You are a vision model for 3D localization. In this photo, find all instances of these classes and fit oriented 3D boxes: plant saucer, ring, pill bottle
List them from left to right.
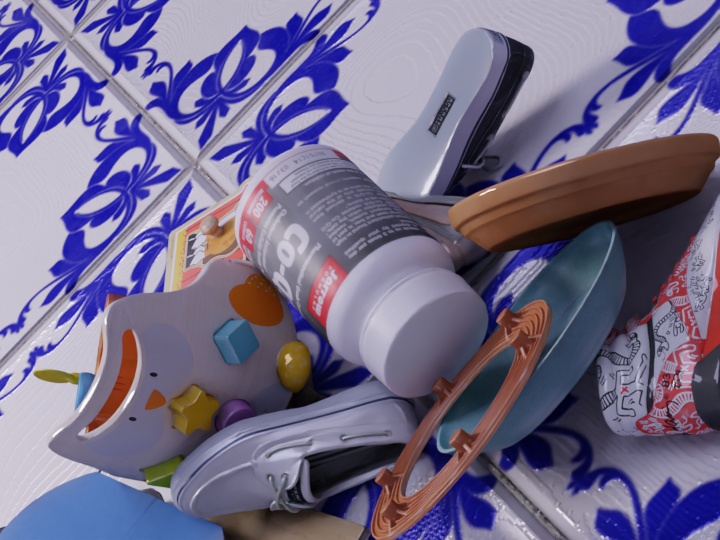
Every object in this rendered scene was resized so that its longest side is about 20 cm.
[{"bbox_3d":[0.000,0.000,1.377,0.114,0.114,0.200,-45,51,0],"label":"pill bottle"},{"bbox_3d":[0.064,0.099,1.235,0.201,0.019,0.200,-53,5,7],"label":"ring"},{"bbox_3d":[0.127,0.055,1.257,0.200,0.036,0.200,-52,6,8],"label":"plant saucer"},{"bbox_3d":[0.163,-0.051,1.288,0.200,0.200,0.038,-18,83,35],"label":"plant saucer"}]

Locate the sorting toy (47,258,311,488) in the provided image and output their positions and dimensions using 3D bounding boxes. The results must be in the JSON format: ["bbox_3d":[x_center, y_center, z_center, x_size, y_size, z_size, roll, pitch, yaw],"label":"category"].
[{"bbox_3d":[-0.149,0.091,1.378,0.107,0.180,0.201,35,105,40],"label":"sorting toy"}]

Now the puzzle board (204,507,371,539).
[{"bbox_3d":[-0.090,0.243,1.369,0.200,0.017,0.151,7,60,52],"label":"puzzle board"}]

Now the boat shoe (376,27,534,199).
[{"bbox_3d":[0.080,-0.109,1.512,0.074,0.068,0.200,44,114,47],"label":"boat shoe"}]

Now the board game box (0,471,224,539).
[{"bbox_3d":[-0.197,0.244,1.384,0.199,0.039,0.158,18,54,31],"label":"board game box"}]

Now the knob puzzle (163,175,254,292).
[{"bbox_3d":[-0.110,-0.026,1.669,0.219,0.030,0.220,-29,36,24],"label":"knob puzzle"}]

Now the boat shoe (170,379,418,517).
[{"bbox_3d":[-0.049,0.145,1.353,0.199,0.074,0.067,-26,43,6],"label":"boat shoe"}]

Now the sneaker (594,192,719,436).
[{"bbox_3d":[0.216,0.022,1.219,0.108,0.067,0.202,-14,47,36],"label":"sneaker"}]

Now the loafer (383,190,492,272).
[{"bbox_3d":[0.021,-0.024,1.472,0.199,0.072,0.063,-2,29,43],"label":"loafer"}]

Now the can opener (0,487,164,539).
[{"bbox_3d":[-0.247,0.224,1.458,0.066,0.199,0.053,136,118,-64],"label":"can opener"}]

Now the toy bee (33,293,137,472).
[{"bbox_3d":[-0.227,0.118,1.575,0.201,0.131,0.109,-61,10,-4],"label":"toy bee"}]

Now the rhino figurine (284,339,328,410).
[{"bbox_3d":[-0.079,0.088,1.484,0.087,0.060,0.200,-48,34,4],"label":"rhino figurine"}]
